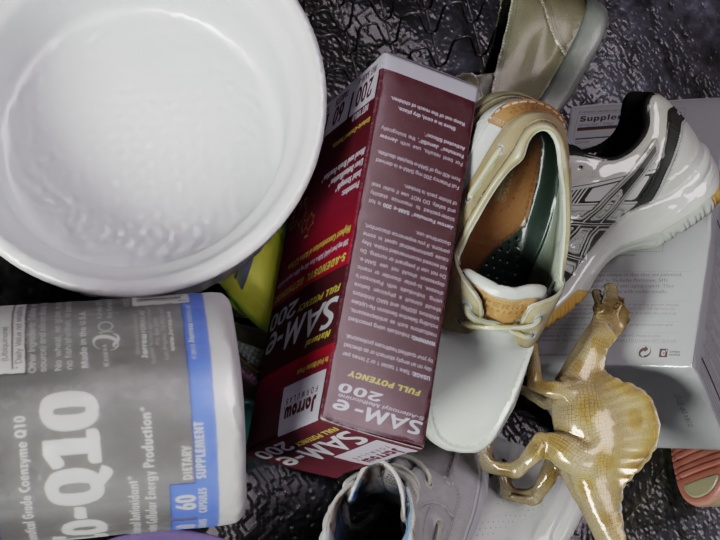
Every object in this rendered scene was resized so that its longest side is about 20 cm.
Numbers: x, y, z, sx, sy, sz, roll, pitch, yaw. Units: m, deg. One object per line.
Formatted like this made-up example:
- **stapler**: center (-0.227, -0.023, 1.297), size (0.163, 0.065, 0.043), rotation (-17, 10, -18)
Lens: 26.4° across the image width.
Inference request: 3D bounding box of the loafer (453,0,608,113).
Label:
- **loafer**: center (0.067, -0.080, 0.883), size (0.070, 0.075, 0.200), rotation (31, 81, -8)

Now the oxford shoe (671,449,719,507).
- **oxford shoe**: center (0.269, 0.082, 1.067), size (0.074, 0.071, 0.201), rotation (34, 57, -22)

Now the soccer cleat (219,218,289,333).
- **soccer cleat**: center (-0.064, -0.063, 0.884), size (0.065, 0.083, 0.201), rotation (12, 58, -62)

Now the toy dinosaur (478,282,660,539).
- **toy dinosaur**: center (0.122, 0.105, 0.873), size (0.058, 0.101, 0.201), rotation (23, 61, -65)

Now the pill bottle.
- **pill bottle**: center (-0.158, 0.072, 0.726), size (0.199, 0.114, 0.114), rotation (-4, 73, -9)

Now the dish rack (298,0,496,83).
- **dish rack**: center (0.030, -0.165, 0.972), size (0.153, 0.055, 0.201), rotation (-14, 77, -1)

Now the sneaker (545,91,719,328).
- **sneaker**: center (0.114, -0.031, 0.907), size (0.200, 0.076, 0.088), rotation (-36, 108, -9)

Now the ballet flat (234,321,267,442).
- **ballet flat**: center (-0.081, 0.056, 0.855), size (0.200, 0.069, 0.071), rotation (22, 43, -30)

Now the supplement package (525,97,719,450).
- **supplement package**: center (0.186, 0.001, 0.994), size (0.114, 0.109, 0.201), rotation (56, 42, -49)

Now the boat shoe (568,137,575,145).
- **boat shoe**: center (0.062, -0.034, 0.945), size (0.200, 0.072, 0.062), rotation (-40, 134, -24)

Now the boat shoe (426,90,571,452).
- **boat shoe**: center (0.067, 0.008, 0.814), size (0.074, 0.068, 0.201), rotation (5, 103, -11)

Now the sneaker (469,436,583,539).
- **sneaker**: center (0.057, 0.179, 0.898), size (0.088, 0.075, 0.200), rotation (37, 48, -2)

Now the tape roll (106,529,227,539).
- **tape roll**: center (-0.106, 0.233, 0.751), size (0.199, 0.085, 0.201), rotation (13, 64, -29)

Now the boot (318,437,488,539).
- **boot**: center (0.025, 0.128, 0.846), size (0.073, 0.096, 0.200), rotation (1, 49, 14)

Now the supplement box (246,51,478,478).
- **supplement box**: center (0.000, 0.000, 0.810), size (0.061, 0.109, 0.201), rotation (17, 68, -20)

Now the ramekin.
- **ramekin**: center (-0.119, -0.077, 0.812), size (0.200, 0.098, 0.201), rotation (1, 79, -3)
